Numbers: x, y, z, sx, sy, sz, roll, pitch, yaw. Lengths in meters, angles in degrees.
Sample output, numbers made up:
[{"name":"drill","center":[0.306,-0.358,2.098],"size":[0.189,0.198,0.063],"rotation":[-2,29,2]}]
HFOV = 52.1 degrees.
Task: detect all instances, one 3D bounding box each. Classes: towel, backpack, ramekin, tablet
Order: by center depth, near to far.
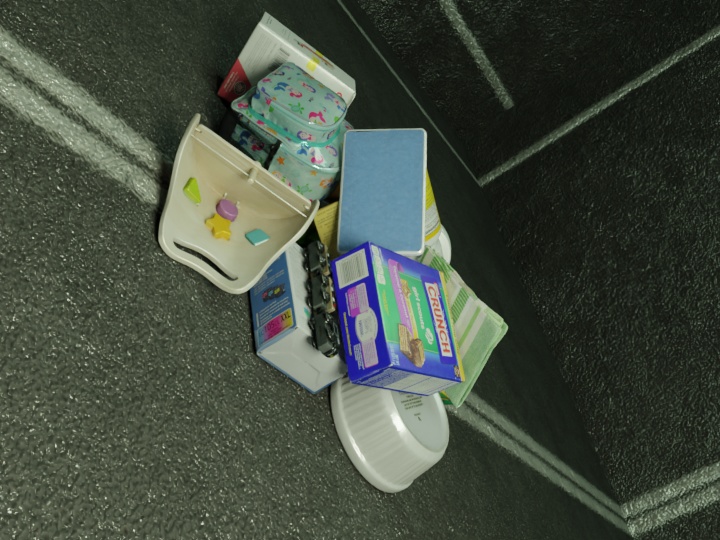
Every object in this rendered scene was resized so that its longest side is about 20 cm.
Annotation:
[{"name":"tablet","center":[0.033,-0.117,1.075],"size":[0.014,0.126,0.206],"rotation":[70,21,-68]},{"name":"ramekin","center":[0.051,0.211,1.084],"size":[0.202,0.093,0.205],"rotation":[43,30,-32]},{"name":"towel","center":[0.127,0.079,1.120],"size":[0.023,0.155,0.201],"rotation":[4,33,-39]},{"name":"backpack","center":[-0.099,-0.213,1.153],"size":[0.199,0.151,0.178],"rotation":[40,37,-3]}]

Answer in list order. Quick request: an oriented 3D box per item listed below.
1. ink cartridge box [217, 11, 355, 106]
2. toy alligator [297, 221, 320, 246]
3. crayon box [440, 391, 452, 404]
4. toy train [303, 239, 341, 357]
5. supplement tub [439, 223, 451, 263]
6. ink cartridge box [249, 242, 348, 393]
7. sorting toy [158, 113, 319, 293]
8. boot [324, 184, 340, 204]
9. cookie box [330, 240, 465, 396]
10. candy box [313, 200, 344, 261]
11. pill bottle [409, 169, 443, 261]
[{"name":"ink cartridge box","center":[-0.124,-0.317,1.271],"size":[0.198,0.146,0.084],"rotation":[33,25,-17]},{"name":"toy alligator","center":[-0.107,-0.109,1.246],"size":[0.053,0.060,0.204],"rotation":[-9,64,-26]},{"name":"crayon box","center":[0.125,0.165,1.351],"size":[0.200,0.057,0.122],"rotation":[43,47,-56]},{"name":"toy train","center":[-0.049,0.033,0.973],"size":[0.046,0.034,0.203],"rotation":[51,20,-40]},{"name":"supplement tub","center":[0.106,-0.051,1.511],"size":[0.147,0.143,0.200],"rotation":[55,3,-14]},{"name":"ink cartridge box","center":[-0.087,0.046,1.021],"size":[0.136,0.075,0.203],"rotation":[44,25,-44]},{"name":"sorting toy","center":[-0.173,-0.062,0.932],"size":[0.198,0.107,0.182],"rotation":[34,41,-16]},{"name":"boot","center":[-0.038,-0.183,1.370],"size":[0.201,0.153,0.074],"rotation":[50,20,-27]},{"name":"cookie box","center":[0.055,0.072,1.023],"size":[0.198,0.074,0.176],"rotation":[20,54,-52]},{"name":"candy box","center":[0.000,0.000,1.131],"size":[0.205,0.055,0.116],"rotation":[71,18,5]},{"name":"pill bottle","center":[0.067,-0.095,1.188],"size":[0.115,0.111,0.204],"rotation":[-82,157,-62]}]
